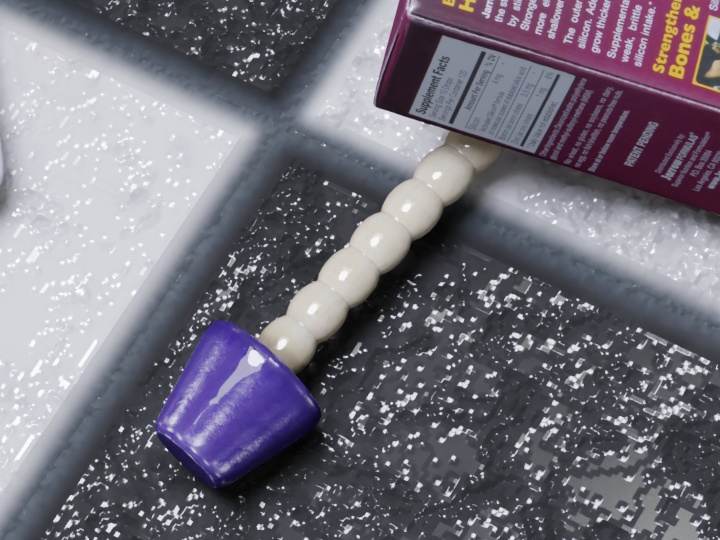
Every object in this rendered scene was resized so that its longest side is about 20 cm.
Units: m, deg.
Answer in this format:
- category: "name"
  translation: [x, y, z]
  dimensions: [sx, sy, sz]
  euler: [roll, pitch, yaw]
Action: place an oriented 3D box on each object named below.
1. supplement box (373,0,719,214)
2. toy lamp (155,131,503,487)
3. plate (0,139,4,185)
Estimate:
- category: "supplement box"
  translation: [0.116, -0.095, 1.119]
  dimensions: [0.199, 0.086, 0.111]
  euler: [17, 67, -2]
- category: "toy lamp"
  translation: [0.000, 0.000, 1.153]
  dimensions: [0.058, 0.058, 0.200]
  euler: [37, 78, 27]
- category: "plate"
  translation: [-0.251, -0.086, 1.272]
  dimensions: [0.199, 0.032, 0.201]
  euler: [-14, 61, 5]
